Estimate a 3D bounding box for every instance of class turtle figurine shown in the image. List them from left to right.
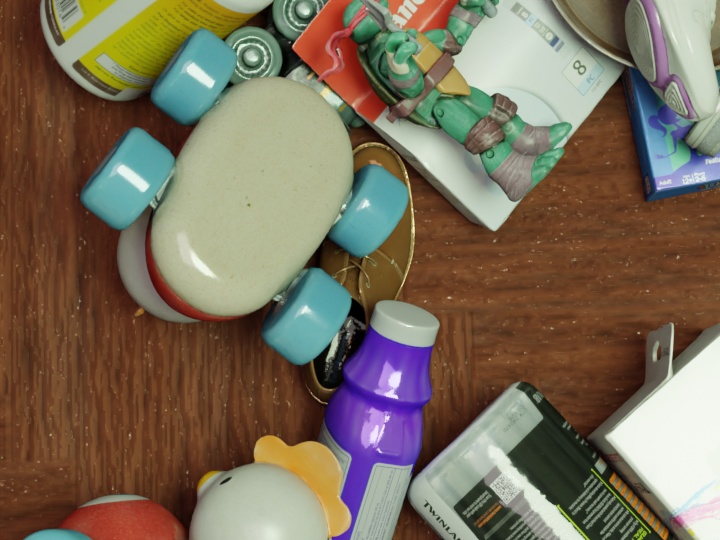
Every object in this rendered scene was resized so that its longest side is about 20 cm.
[{"bbox_3d":[0.055,-0.141,1.039,0.200,0.101,0.150,43,44,-8],"label":"turtle figurine"}]

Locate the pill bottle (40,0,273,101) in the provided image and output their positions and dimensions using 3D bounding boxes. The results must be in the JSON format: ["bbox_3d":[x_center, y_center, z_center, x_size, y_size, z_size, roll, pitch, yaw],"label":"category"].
[{"bbox_3d":[-0.130,-0.209,1.078,0.199,0.109,0.110,-28,81,36],"label":"pill bottle"}]

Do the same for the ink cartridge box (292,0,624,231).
[{"bbox_3d":[0.074,-0.153,1.100,0.200,0.047,0.160,42,85,-23],"label":"ink cartridge box"}]

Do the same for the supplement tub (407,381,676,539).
[{"bbox_3d":[0.138,0.187,1.058,0.122,0.123,0.200,-42,83,-4],"label":"supplement tub"}]

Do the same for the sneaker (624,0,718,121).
[{"bbox_3d":[0.224,-0.203,1.038,0.099,0.075,0.202,-12,81,-7],"label":"sneaker"}]

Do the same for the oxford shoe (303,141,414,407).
[{"bbox_3d":[0.000,0.000,1.113,0.071,0.071,0.202,8,82,4],"label":"oxford shoe"}]

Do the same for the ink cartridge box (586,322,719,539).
[{"bbox_3d":[0.256,0.132,1.059,0.125,0.129,0.200,-41,83,-3],"label":"ink cartridge box"}]

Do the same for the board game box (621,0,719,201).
[{"bbox_3d":[0.270,-0.165,1.137,0.151,0.045,0.202,-11,82,0],"label":"board game box"}]

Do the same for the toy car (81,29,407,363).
[{"bbox_3d":[-0.105,-0.033,1.069,0.184,0.200,0.178,37,62,-15],"label":"toy car"}]

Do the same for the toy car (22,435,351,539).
[{"bbox_3d":[-0.096,0.182,1.015,0.177,0.184,0.200,43,93,16],"label":"toy car"}]

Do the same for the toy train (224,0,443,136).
[{"bbox_3d":[-0.023,-0.162,1.132,0.200,0.085,0.114,-43,96,-6],"label":"toy train"}]

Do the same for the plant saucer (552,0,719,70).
[{"bbox_3d":[0.219,-0.234,1.099,0.198,0.034,0.202,1,80,-6],"label":"plant saucer"}]

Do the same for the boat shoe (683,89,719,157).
[{"bbox_3d":[0.319,-0.138,1.075,0.201,0.074,0.065,-34,79,-11],"label":"boat shoe"}]

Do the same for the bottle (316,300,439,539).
[{"bbox_3d":[0.005,0.121,1.060,0.065,0.084,0.202,11,107,-19],"label":"bottle"}]
